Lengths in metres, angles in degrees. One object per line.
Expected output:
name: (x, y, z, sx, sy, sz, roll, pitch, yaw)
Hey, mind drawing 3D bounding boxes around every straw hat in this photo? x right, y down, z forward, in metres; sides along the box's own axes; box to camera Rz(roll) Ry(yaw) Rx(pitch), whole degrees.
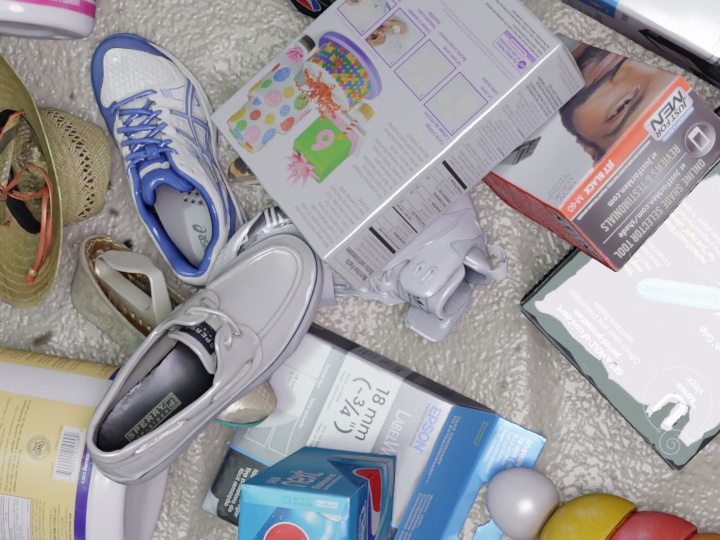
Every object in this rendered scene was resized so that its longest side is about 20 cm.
straw hat: (-0.221, -0.072, 1.239, 0.085, 0.201, 0.203, -14, 88, -34)

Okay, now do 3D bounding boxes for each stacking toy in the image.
stacking toy: (0.167, 0.201, 1.184, 0.199, 0.146, 0.147, 32, 94, 21)

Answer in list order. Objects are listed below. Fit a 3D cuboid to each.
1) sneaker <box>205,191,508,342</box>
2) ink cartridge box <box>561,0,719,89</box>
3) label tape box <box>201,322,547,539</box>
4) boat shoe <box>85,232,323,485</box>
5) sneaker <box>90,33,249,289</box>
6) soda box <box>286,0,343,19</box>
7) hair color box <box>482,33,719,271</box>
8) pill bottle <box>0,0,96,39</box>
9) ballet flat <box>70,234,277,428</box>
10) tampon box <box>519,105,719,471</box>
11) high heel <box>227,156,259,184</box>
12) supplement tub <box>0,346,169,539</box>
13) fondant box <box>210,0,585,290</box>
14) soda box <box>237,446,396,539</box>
sneaker: (0.000, 0.000, 1.187, 0.199, 0.075, 0.115, -26, 58, -9)
ink cartridge box: (0.234, -0.172, 1.152, 0.199, 0.145, 0.084, 30, 94, 6)
label tape box: (0.011, 0.139, 1.224, 0.199, 0.063, 0.145, 25, 94, 7)
boat shoe: (-0.100, 0.050, 1.120, 0.200, 0.066, 0.072, -43, 75, -9)
sneaker: (-0.134, -0.080, 1.231, 0.075, 0.088, 0.201, -29, 85, 8)
soda box: (0.016, -0.263, 1.189, 0.063, 0.071, 0.201, 26, 77, 33)
hair color box: (0.144, -0.081, 1.130, 0.064, 0.200, 0.111, 43, 89, -22)
pill bottle: (-0.234, -0.269, 1.230, 0.112, 0.113, 0.202, 5, 91, 7)
ballet flat: (-0.133, 0.037, 1.197, 0.199, 0.067, 0.063, 31, 129, 33)
tampon box: (0.226, 0.006, 1.163, 0.200, 0.126, 0.150, -44, 86, 6)
high heel: (-0.017, -0.147, 1.221, 0.199, 0.071, 0.143, -21, 90, -6)
supplement tub: (-0.242, 0.127, 1.216, 0.198, 0.145, 0.147, 9, 91, 8)
fondant box: (0.022, -0.109, 1.130, 0.200, 0.058, 0.144, -41, 59, 3)
soda box: (-0.024, 0.154, 1.095, 0.067, 0.200, 0.065, 5, 92, 9)
